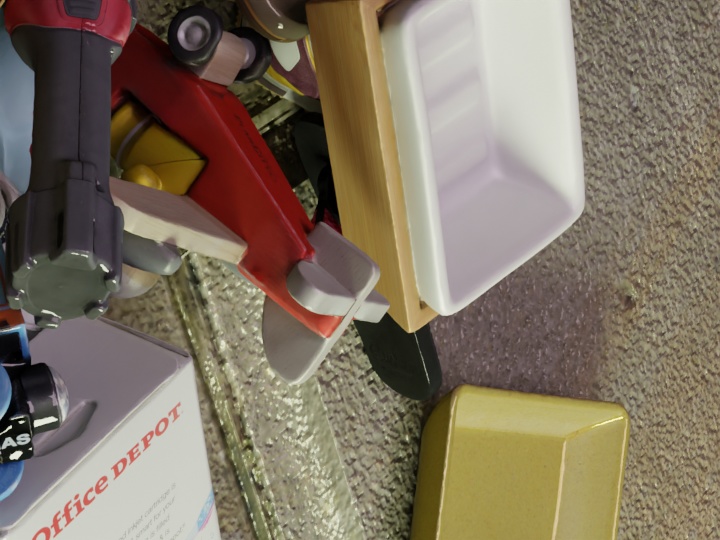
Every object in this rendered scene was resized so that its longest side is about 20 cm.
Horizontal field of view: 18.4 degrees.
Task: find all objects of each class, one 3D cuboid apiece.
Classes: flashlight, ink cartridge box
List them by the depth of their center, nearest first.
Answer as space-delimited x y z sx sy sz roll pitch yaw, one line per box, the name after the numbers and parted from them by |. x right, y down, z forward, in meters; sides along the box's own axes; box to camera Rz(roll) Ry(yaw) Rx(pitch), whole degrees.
-0.137 -0.067 1.025 0.068 0.068 0.200 46 33 -48 | flashlight
-0.146 0.141 1.109 0.145 0.085 0.200 -44 144 -38 | ink cartridge box

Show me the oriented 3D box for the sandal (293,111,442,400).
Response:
0.000 0.000 1.319 0.045 0.075 0.200 -34 121 -29 | sandal

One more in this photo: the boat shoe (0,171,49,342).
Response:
-0.193 -0.018 1.056 0.200 0.067 0.074 40 64 -43 | boat shoe

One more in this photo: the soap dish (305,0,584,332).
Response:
0.048 -0.090 1.222 0.157 0.081 0.200 -36 128 -39 | soap dish

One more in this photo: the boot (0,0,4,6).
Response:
-0.201 -0.118 0.980 0.201 0.144 0.071 0 93 -51 | boot

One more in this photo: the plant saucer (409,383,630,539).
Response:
0.094 0.178 1.458 0.200 0.048 0.200 10 86 -48 | plant saucer

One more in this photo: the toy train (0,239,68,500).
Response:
-0.234 0.057 0.988 0.200 0.114 0.087 -13 144 -12 | toy train

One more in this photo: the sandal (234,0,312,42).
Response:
-0.056 -0.210 1.146 0.080 0.054 0.200 -47 123 -38 | sandal

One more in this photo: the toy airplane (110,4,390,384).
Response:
-0.080 -0.022 1.160 0.200 0.141 0.199 48 17 -29 | toy airplane

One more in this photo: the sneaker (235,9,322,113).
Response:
0.019 -0.114 1.312 0.200 0.090 0.075 16 81 -48 | sneaker

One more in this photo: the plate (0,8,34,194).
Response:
-0.224 -0.051 1.088 0.200 0.026 0.200 -6 97 -50 | plate
